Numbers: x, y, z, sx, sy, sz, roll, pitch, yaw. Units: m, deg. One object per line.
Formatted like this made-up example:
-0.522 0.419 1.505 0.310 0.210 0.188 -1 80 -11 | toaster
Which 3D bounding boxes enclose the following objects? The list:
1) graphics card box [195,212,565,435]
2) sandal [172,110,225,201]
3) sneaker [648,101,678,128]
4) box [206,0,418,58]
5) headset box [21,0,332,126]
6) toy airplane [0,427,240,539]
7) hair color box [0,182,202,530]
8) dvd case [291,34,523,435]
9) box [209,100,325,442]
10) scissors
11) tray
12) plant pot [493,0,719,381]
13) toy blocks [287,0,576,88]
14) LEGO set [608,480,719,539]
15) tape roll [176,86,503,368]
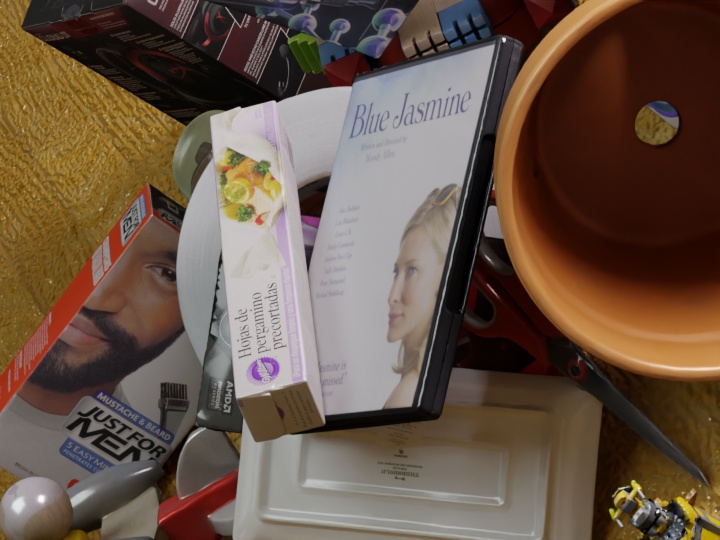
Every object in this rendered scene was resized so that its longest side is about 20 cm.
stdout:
0.017 0.038 1.607 0.200 0.051 0.126 9 89 22 | graphics card box
-0.079 -0.060 1.841 0.080 0.057 0.201 -61 29 -4 | sandal
0.135 -0.172 1.655 0.081 0.146 0.200 -44 32 27 | sneaker
-0.045 -0.231 1.695 0.148 0.200 0.107 -54 32 35 | box
-0.118 -0.162 1.996 0.149 0.200 0.075 -5 60 57 | headset box
-0.148 0.166 1.798 0.200 0.141 0.199 -41 14 53 | toy airplane
-0.149 0.058 1.927 0.200 0.111 0.064 -53 18 14 | hair color box
0.018 -0.016 1.530 0.143 0.018 0.200 -11 62 58 | dvd case
-0.050 -0.003 1.562 0.039 0.041 0.200 -14 49 7 | box
0.101 0.046 1.530 0.073 0.014 0.200 -45 73 34 | scissors
0.025 0.102 1.562 0.200 0.022 0.108 4 87 22 | tray
0.159 -0.060 1.489 0.200 0.200 0.140 -54 12 10 | plant pot
0.051 -0.150 1.795 0.200 0.100 0.137 -24 32 8 | toy blocks
0.104 0.186 1.400 0.200 0.116 0.154 -49 30 19 | LEGO set
0.000 0.000 1.678 0.200 0.066 0.201 -2 84 21 | tape roll
